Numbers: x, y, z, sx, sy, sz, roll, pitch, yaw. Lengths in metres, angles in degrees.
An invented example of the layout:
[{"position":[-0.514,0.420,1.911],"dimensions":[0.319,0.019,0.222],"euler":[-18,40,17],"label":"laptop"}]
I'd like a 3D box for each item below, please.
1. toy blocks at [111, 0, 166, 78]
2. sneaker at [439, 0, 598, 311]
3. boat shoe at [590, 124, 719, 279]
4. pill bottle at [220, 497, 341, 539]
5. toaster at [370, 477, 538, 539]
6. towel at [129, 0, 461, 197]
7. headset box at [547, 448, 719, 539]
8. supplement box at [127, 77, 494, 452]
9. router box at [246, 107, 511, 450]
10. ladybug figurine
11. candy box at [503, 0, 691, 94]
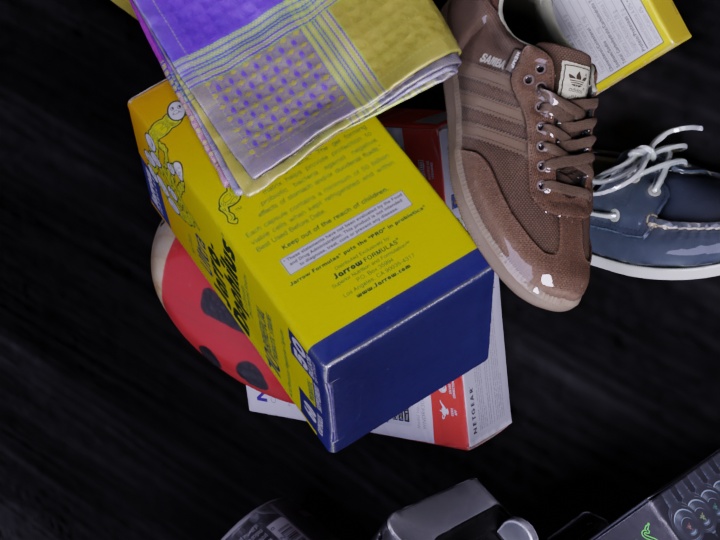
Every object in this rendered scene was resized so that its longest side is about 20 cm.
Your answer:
[{"position":[-0.097,-0.182,1.157],"dimensions":[0.100,0.137,0.200],"euler":[-16,95,42],"label":"toy blocks"},{"position":[0.089,-0.079,1.012],"dimensions":[0.076,0.070,0.200],"euler":[-40,54,42],"label":"sneaker"},{"position":[0.147,-0.041,1.055],"dimensions":[0.200,0.075,0.062],"euler":[9,124,47],"label":"boat shoe"},{"position":[-0.010,0.249,1.270],"dimensions":[0.200,0.106,0.106],"euler":[39,127,22],"label":"pill bottle"},{"position":[0.057,0.243,1.074],"dimensions":[0.181,0.119,0.200],"euler":[46,125,18],"label":"toaster"},{"position":[-0.049,-0.151,1.032],"dimensions":[0.144,0.023,0.200],"euler":[-30,74,2],"label":"towel"},{"position":[0.183,0.223,1.108],"dimensions":[0.200,0.093,0.174],"euler":[55,131,10],"label":"headset box"},{"position":[-0.027,-0.022,1.067],"dimensions":[0.200,0.109,0.109],"euler":[53,164,26],"label":"supplement box"},{"position":[0.000,0.000,1.205],"dimensions":[0.179,0.049,0.200],"euler":[5,110,38],"label":"router box"},{"position":[-0.053,0.017,1.173],"dimensions":[0.200,0.072,0.136],"euler":[25,121,30],"label":"ladybug figurine"},{"position":[0.095,-0.191,1.070],"dimensions":[0.102,0.026,0.200],"euler":[-30,86,45],"label":"candy box"}]
